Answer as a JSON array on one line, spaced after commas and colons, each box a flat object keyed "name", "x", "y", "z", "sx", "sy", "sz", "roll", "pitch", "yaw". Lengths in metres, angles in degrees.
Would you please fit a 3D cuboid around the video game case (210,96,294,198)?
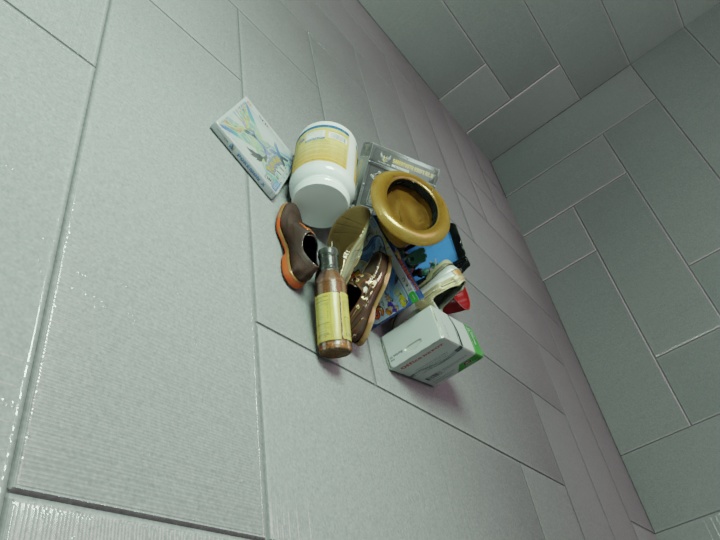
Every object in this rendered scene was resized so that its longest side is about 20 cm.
[{"name": "video game case", "x": -0.215, "y": -0.263, "z": 1.267, "sx": 0.183, "sy": 0.022, "sz": 0.201, "roll": 50, "pitch": 25, "yaw": -18}]

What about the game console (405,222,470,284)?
[{"name": "game console", "x": 0.153, "y": -0.014, "z": 1.463, "sx": 0.118, "sy": 0.197, "sz": 0.176, "roll": 61, "pitch": 22, "yaw": 0}]

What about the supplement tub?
[{"name": "supplement tub", "x": -0.079, "y": -0.207, "z": 1.301, "sx": 0.144, "sy": 0.143, "sz": 0.203, "roll": 40, "pitch": 37, "yaw": -34}]

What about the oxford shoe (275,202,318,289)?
[{"name": "oxford shoe", "x": -0.113, "y": -0.061, "z": 1.161, "sx": 0.071, "sy": 0.072, "sz": 0.203, "roll": 31, "pitch": 35, "yaw": -44}]

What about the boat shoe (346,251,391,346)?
[{"name": "boat shoe", "x": 0.005, "y": 0.044, "z": 1.195, "sx": 0.069, "sy": 0.070, "sz": 0.204, "roll": 30, "pitch": 61, "yaw": -20}]

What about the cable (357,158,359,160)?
[{"name": "cable", "x": -0.004, "y": -0.170, "z": 1.408, "sx": 0.095, "sy": 0.050, "sz": 0.205, "roll": 14, "pitch": 74, "yaw": -19}]

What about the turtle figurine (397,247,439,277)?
[{"name": "turtle figurine", "x": 0.112, "y": -0.025, "z": 1.374, "sx": 0.148, "sy": 0.102, "sz": 0.200, "roll": 35, "pitch": -8, "yaw": 14}]

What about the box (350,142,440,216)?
[{"name": "box", "x": 0.076, "y": -0.184, "z": 1.382, "sx": 0.196, "sy": 0.162, "sz": 0.048, "roll": 14, "pitch": 2, "yaw": -30}]

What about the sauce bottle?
[{"name": "sauce bottle", "x": -0.052, "y": 0.056, "z": 1.108, "sx": 0.066, "sy": 0.065, "sz": 0.205, "roll": 28, "pitch": 50, "yaw": -48}]

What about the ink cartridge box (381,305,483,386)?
[{"name": "ink cartridge box", "x": 0.159, "y": 0.171, "z": 1.331, "sx": 0.199, "sy": 0.145, "sz": 0.084, "roll": 29, "pitch": 34, "yaw": -49}]

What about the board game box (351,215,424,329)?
[{"name": "board game box", "x": 0.031, "y": 0.004, "z": 1.291, "sx": 0.203, "sy": 0.134, "sz": 0.034, "roll": 60, "pitch": 27, "yaw": 7}]

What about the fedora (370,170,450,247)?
[{"name": "fedora", "x": 0.092, "y": -0.114, "z": 1.245, "sx": 0.196, "sy": 0.082, "sz": 0.204, "roll": 15, "pitch": 48, "yaw": -17}]

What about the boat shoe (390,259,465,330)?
[{"name": "boat shoe", "x": 0.147, "y": 0.071, "z": 1.323, "sx": 0.068, "sy": 0.201, "sz": 0.074, "roll": 45, "pitch": 8, "yaw": 35}]

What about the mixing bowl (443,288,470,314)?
[{"name": "mixing bowl", "x": 0.197, "y": 0.040, "z": 1.608, "sx": 0.200, "sy": 0.107, "sz": 0.202, "roll": 47, "pitch": 24, "yaw": -28}]

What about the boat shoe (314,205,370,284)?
[{"name": "boat shoe", "x": -0.031, "y": -0.037, "z": 1.216, "sx": 0.065, "sy": 0.071, "sz": 0.203, "roll": 63, "pitch": 45, "yaw": -58}]
